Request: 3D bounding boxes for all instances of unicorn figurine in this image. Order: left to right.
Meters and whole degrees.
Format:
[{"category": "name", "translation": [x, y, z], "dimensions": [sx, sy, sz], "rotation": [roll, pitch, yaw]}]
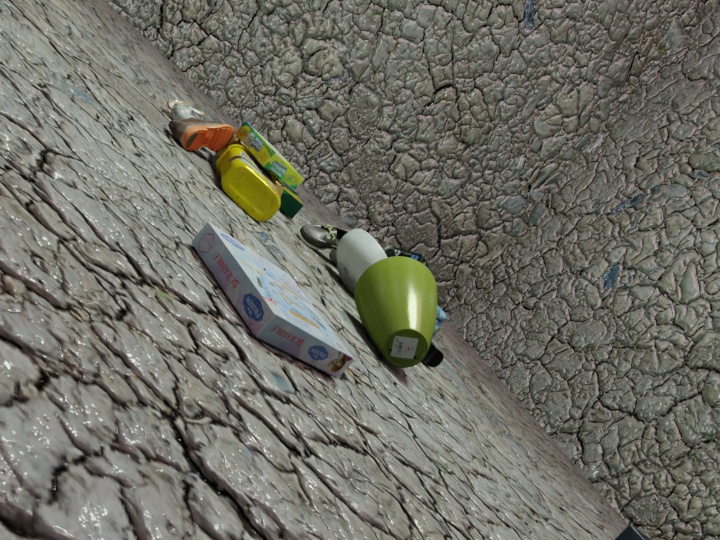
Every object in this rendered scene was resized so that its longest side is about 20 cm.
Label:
[{"category": "unicorn figurine", "translation": [-0.410, -0.359, 1.878], "dimensions": [0.198, 0.075, 0.137], "rotation": [31, 10, 19]}]

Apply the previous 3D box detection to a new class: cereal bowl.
[{"category": "cereal bowl", "translation": [0.000, 0.000, 1.939], "dimensions": [0.200, 0.082, 0.202], "rotation": [46, -25, 29]}]

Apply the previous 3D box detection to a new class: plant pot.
[{"category": "plant pot", "translation": [0.082, 0.104, 1.577], "dimensions": [0.187, 0.186, 0.201], "rotation": [41, 20, -23]}]

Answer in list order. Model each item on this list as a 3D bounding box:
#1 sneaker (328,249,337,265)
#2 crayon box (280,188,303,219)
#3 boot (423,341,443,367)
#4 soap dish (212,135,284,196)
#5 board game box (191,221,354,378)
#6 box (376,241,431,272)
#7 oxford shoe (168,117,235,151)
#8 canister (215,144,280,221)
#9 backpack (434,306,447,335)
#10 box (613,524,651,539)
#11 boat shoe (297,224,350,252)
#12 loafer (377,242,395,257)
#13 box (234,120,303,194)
[{"category": "sneaker", "translation": [-0.024, -0.017, 2.194], "dimensions": [0.082, 0.075, 0.199], "rotation": [57, 11, 31]}, {"category": "crayon box", "translation": [-0.271, -0.257, 2.179], "dimensions": [0.172, 0.058, 0.200], "rotation": [38, 8, -45]}, {"category": "boot", "translation": [0.126, 0.163, 1.995], "dimensions": [0.174, 0.069, 0.200], "rotation": [46, -3, 45]}, {"category": "soap dish", "translation": [-0.277, -0.245, 1.896], "dimensions": [0.200, 0.081, 0.158], "rotation": [44, 5, -17]}, {"category": "board game box", "translation": [-0.119, 0.043, 1.044], "dimensions": [0.200, 0.041, 0.199], "rotation": [49, 7, 38]}, {"category": "box", "translation": [0.101, -0.015, 2.153], "dimensions": [0.196, 0.050, 0.160], "rotation": [18, -20, 24]}, {"category": "oxford shoe", "translation": [-0.356, -0.321, 1.728], "dimensions": [0.073, 0.072, 0.199], "rotation": [40, 19, 14]}, {"category": "canister", "translation": [-0.250, -0.197, 1.704], "dimensions": [0.148, 0.087, 0.200], "rotation": [43, 7, -22]}, {"category": "backpack", "translation": [0.163, 0.128, 2.218], "dimensions": [0.163, 0.153, 0.201], "rotation": [39, -12, 48]}, {"category": "box", "translation": [0.609, 0.654, 1.547], "dimensions": [0.196, 0.118, 0.201], "rotation": [39, 8, -42]}, {"category": "boat shoe", "translation": [-0.081, -0.092, 2.056], "dimensions": [0.199, 0.060, 0.073], "rotation": [14, 52, -43]}, {"category": "loafer", "translation": [0.059, -0.002, 2.014], "dimensions": [0.071, 0.072, 0.203], "rotation": [37, -34, 35]}, {"category": "box", "translation": [-0.208, -0.260, 1.768], "dimensions": [0.117, 0.048, 0.201], "rotation": [41, 8, -48]}]
